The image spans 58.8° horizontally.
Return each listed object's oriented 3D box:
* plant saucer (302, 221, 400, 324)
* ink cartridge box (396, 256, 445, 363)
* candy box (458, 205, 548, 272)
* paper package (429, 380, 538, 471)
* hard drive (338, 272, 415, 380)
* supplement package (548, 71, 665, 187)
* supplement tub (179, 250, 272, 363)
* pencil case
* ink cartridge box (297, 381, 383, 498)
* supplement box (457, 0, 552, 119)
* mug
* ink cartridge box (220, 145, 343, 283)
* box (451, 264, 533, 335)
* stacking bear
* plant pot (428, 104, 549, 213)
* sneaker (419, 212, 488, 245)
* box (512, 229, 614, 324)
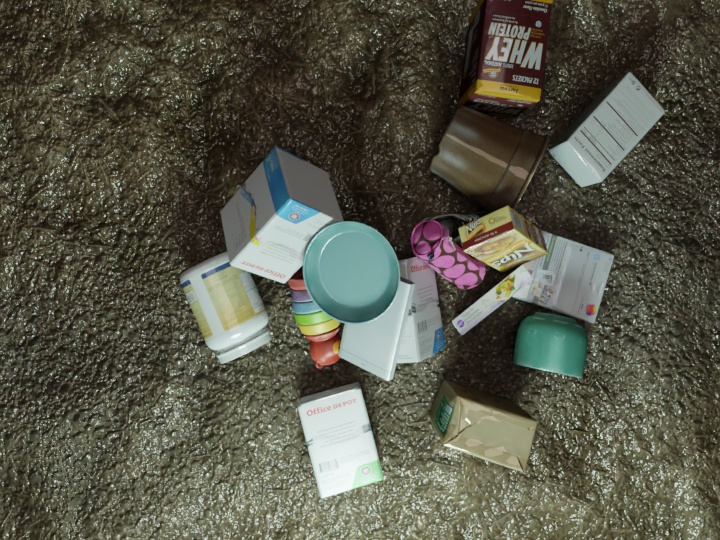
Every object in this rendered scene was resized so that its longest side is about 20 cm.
[{"bbox_3d":[-0.015,0.002,1.242,0.193,0.036,0.207,4,107,13],"label":"plant saucer"},{"bbox_3d":[0.105,0.077,1.341,0.084,0.145,0.207,-8,91,30],"label":"ink cartridge box"},{"bbox_3d":[0.296,-0.060,1.312,0.113,0.198,0.057,-23,65,29],"label":"candy box"},{"bbox_3d":[0.251,0.317,1.336,0.185,0.200,0.107,17,91,-2],"label":"paper package"},{"bbox_3d":[0.030,0.102,1.290,0.129,0.026,0.206,21,107,29],"label":"hard drive"},{"bbox_3d":[0.523,-0.297,1.369,0.117,0.117,0.200,44,90,-3],"label":"supplement package"},{"bbox_3d":[-0.277,0.075,1.333,0.141,0.144,0.205,-23,93,-1],"label":"supplement tub"},{"bbox_3d":[0.188,-0.029,1.327,0.092,0.198,0.093,-20,59,32],"label":"pencil case"},{"bbox_3d":[-0.043,0.361,1.381,0.141,0.084,0.206,-14,92,-2],"label":"ink cartridge box"},{"bbox_3d":[0.292,-0.440,1.315,0.128,0.197,0.207,7,92,-2],"label":"supplement box"},{"bbox_3d":[0.411,0.158,1.374,0.148,0.184,0.118,9,85,20],"label":"mug"},{"bbox_3d":[-0.160,-0.105,1.272,0.199,0.145,0.149,-41,50,27],"label":"ink cartridge box"},{"bbox_3d":[0.287,0.064,1.385,0.199,0.041,0.039,-41,77,12],"label":"box"},{"bbox_3d":[-0.085,0.103,1.362,0.111,0.120,0.206,-3,105,38],"label":"stacking bear"},{"bbox_3d":[0.257,-0.231,1.332,0.194,0.200,0.205,27,91,5],"label":"plant pot"},{"bbox_3d":[0.223,-0.086,1.378,0.193,0.088,0.078,-6,90,-4],"label":"sneaker"},{"bbox_3d":[0.443,0.011,1.413,0.194,0.041,0.161,17,92,-2],"label":"box"}]
